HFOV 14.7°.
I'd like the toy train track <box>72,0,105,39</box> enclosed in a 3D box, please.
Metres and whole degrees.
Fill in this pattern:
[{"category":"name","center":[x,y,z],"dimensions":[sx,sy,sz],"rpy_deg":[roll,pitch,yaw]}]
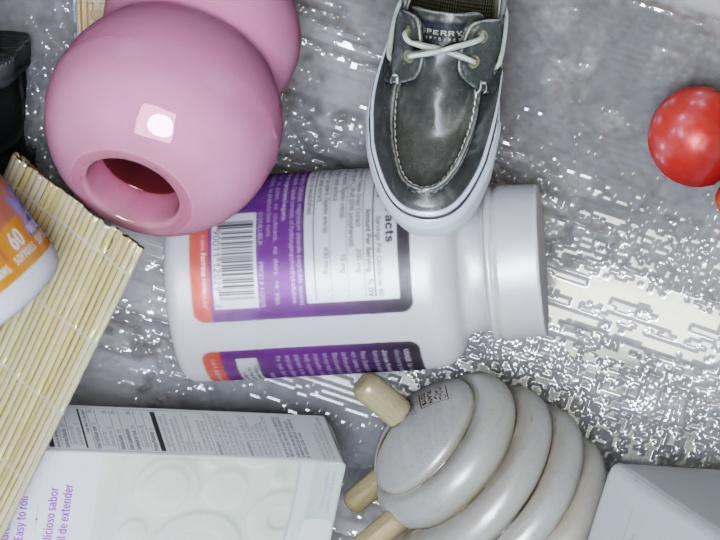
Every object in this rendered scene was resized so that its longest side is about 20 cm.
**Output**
[{"category":"toy train track","center":[-0.147,-0.160,1.534],"dimensions":[0.114,0.033,0.201],"rpy_deg":[1,104,6]}]

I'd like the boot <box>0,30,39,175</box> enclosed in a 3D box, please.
[{"category":"boot","center":[-0.211,-0.019,1.506],"dimensions":[0.065,0.165,0.201],"rpy_deg":[4,102,11]}]

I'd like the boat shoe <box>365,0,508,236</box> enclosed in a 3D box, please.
[{"category":"boat shoe","center":[0.041,-0.120,1.459],"dimensions":[0.072,0.071,0.201],"rpy_deg":[5,72,4]}]

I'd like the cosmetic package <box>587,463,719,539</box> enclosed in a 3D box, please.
[{"category":"cosmetic package","center":[0.224,0.217,1.462],"dimensions":[0.166,0.200,0.168],"rpy_deg":[6,108,-37]}]

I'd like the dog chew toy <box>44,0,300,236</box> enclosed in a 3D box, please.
[{"category":"dog chew toy","center":[-0.088,-0.117,1.469],"dimensions":[0.124,0.201,0.125],"rpy_deg":[13,146,9]}]

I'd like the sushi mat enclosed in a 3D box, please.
[{"category":"sushi mat","center":[-0.188,0.049,1.447],"dimensions":[0.095,0.012,0.201],"rpy_deg":[33,105,22]}]

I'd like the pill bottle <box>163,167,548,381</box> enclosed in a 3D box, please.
[{"category":"pill bottle","center":[0.000,0.000,1.513],"dimensions":[0.199,0.111,0.112],"rpy_deg":[-3,102,7]}]

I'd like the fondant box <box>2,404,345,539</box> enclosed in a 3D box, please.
[{"category":"fondant box","center":[-0.120,0.150,1.540],"dimensions":[0.199,0.058,0.145],"rpy_deg":[4,117,-15]}]

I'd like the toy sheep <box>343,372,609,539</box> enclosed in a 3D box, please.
[{"category":"toy sheep","center":[0.067,0.124,1.524],"dimensions":[0.200,0.138,0.138],"rpy_deg":[39,105,-26]}]

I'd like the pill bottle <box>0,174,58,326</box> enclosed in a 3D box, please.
[{"category":"pill bottle","center":[-0.247,-0.049,1.368],"dimensions":[0.112,0.112,0.200],"rpy_deg":[-34,101,12]}]

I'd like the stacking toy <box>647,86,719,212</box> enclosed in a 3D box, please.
[{"category":"stacking toy","center":[0.243,-0.032,1.503],"dimensions":[0.200,0.085,0.086],"rpy_deg":[35,104,5]}]
